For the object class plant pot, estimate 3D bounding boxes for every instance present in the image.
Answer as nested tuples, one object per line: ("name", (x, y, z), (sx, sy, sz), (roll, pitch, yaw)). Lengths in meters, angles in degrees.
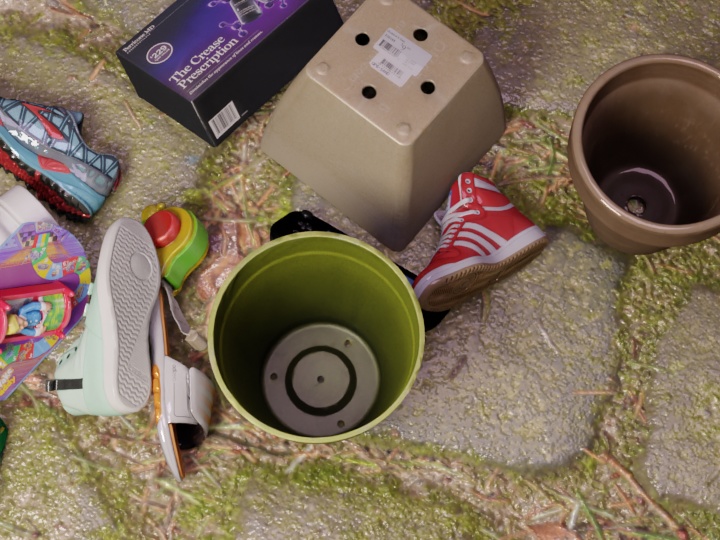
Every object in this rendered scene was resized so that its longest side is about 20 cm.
("plant pot", (0.029, -0.177, 1.663), (0.200, 0.177, 0.200), (38, 73, 10))
("plant pot", (-0.041, 0.088, 1.550), (0.200, 0.193, 0.201), (0, 73, 0))
("plant pot", (0.304, -0.100, 1.650), (0.200, 0.175, 0.201), (1, 71, -2))

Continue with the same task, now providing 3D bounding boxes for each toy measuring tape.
("toy measuring tape", (-0.178, -0.006, 1.626), (0.073, 0.074, 0.200), (-22, 48, -11))

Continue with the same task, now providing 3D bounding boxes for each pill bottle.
("pill bottle", (-0.395, 0.011, 1.606), (0.200, 0.114, 0.114), (-41, 77, -16))

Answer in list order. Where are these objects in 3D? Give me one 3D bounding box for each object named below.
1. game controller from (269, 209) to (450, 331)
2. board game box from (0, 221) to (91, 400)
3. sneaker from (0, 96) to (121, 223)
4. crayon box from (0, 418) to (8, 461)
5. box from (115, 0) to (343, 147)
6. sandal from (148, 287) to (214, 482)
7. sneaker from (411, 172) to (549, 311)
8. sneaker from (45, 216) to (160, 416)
("game controller", (0.000, 0.000, 1.642), (0.200, 0.104, 0.042), (30, 103, 8))
("board game box", (-0.334, 0.053, 1.569), (0.039, 0.158, 0.200), (30, 69, 34))
("sneaker", (-0.340, -0.140, 1.693), (0.200, 0.079, 0.096), (41, 63, 3))
("crayon box", (-0.461, 0.190, 1.566), (0.200, 0.058, 0.119), (9, 70, 0))
("box", (-0.139, -0.246, 1.706), (0.200, 0.079, 0.141), (-44, 50, -16))
("sandal", (-0.179, 0.107, 1.601), (0.059, 0.079, 0.207), (-7, 69, -3))
("sneaker", (0.098, -0.033, 1.644), (0.200, 0.071, 0.113), (-23, 67, -45))
("sneaker", (-0.265, 0.049, 1.596), (0.074, 0.118, 0.201), (18, 67, -45))
